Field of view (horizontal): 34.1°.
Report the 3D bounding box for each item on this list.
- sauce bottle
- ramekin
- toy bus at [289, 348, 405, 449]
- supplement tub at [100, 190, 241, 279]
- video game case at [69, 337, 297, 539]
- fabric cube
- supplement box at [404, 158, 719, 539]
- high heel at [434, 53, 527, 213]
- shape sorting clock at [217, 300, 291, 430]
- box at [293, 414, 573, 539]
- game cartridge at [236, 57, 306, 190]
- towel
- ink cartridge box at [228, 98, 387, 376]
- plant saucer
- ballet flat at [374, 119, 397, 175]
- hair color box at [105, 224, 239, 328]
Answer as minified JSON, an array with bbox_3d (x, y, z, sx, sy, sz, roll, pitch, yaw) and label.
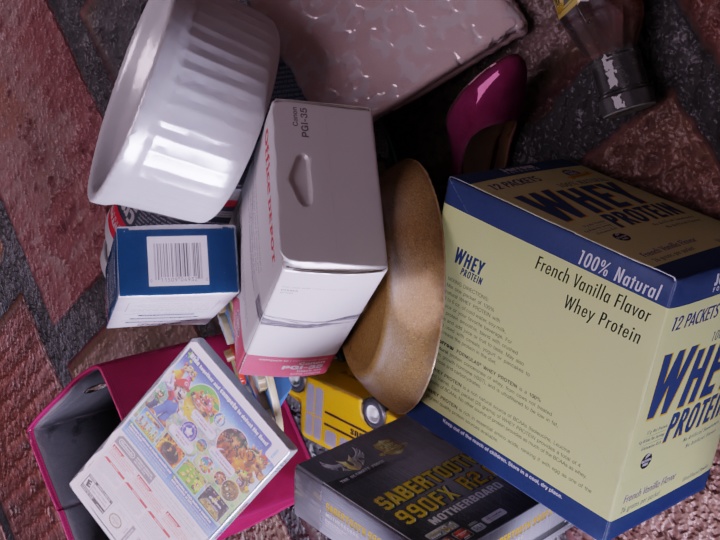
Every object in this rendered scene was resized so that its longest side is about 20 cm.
[{"bbox_3d":[0.171,-0.213,0.861,0.066,0.066,0.201,-20,84,46],"label":"sauce bottle"},{"bbox_3d":[-0.142,-0.135,0.953,0.201,0.098,0.201,-51,28,42],"label":"ramekin"},{"bbox_3d":[0.005,0.137,1.118,0.200,0.065,0.079,19,114,41],"label":"toy bus"},{"bbox_3d":[-0.180,-0.066,1.205,0.140,0.140,0.200,51,131,24],"label":"supplement tub"},{"bbox_3d":[-0.168,0.182,1.084,0.143,0.018,0.200,47,106,19],"label":"video game case"},{"bbox_3d":[-0.200,0.198,1.248,0.196,0.199,0.200,-38,73,45],"label":"fabric cube"},{"bbox_3d":[0.160,0.047,0.856,0.200,0.134,0.200,29,120,39],"label":"supplement box"},{"bbox_3d":[0.108,-0.077,0.957,0.096,0.067,0.200,57,148,30],"label":"high heel"},{"bbox_3d":[-0.112,0.076,1.133,0.200,0.039,0.200,159,90,-76],"label":"shape sorting clock"},{"bbox_3d":[0.072,0.173,0.933,0.158,0.200,0.048,26,121,41],"label":"box"},{"bbox_3d":[-0.081,-0.139,1.047,0.199,0.040,0.134,-2,85,24],"label":"game cartridge"},{"bbox_3d":[0.012,-0.230,0.979,0.191,0.032,0.200,-31,74,8],"label":"towel"},{"bbox_3d":[-0.047,-0.019,0.931,0.200,0.083,0.147,121,148,-59],"label":"ink cartridge box"},{"bbox_3d":[0.016,0.011,0.920,0.200,0.035,0.201,-177,90,-74],"label":"plant saucer"},{"bbox_3d":[-0.026,-0.151,1.077,0.072,0.072,0.201,-23,83,46],"label":"ballet flat"},{"bbox_3d":[-0.171,0.008,1.033,0.200,0.100,0.061,146,122,-72],"label":"hair color box"}]
